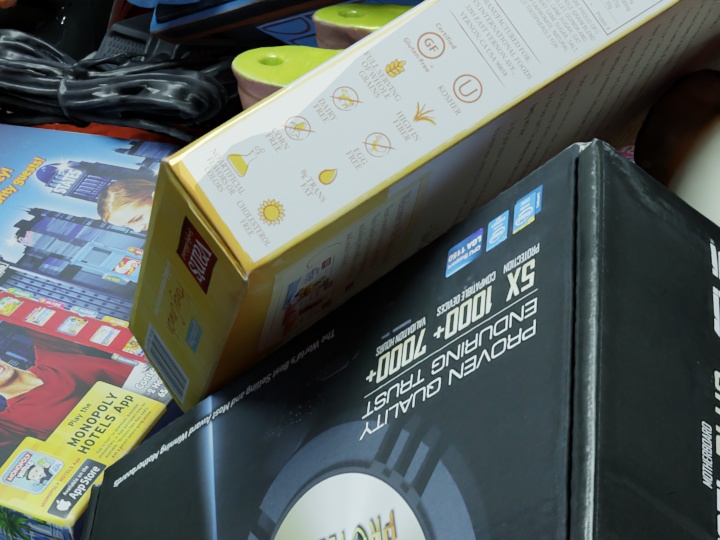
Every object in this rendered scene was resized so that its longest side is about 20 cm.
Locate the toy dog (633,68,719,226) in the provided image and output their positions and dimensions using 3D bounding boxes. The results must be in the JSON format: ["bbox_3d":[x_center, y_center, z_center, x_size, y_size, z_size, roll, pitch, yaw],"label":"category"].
[{"bbox_3d":[0.124,0.033,0.635,0.192,0.201,0.140,-15,39,-19],"label":"toy dog"}]

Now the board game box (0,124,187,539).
[{"bbox_3d":[-0.130,0.015,0.774,0.198,0.062,0.200,16,40,21],"label":"board game box"}]

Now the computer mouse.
[{"bbox_3d":[-0.050,-0.076,0.886,0.138,0.053,0.199,12,24,41],"label":"computer mouse"}]

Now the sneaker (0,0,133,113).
[{"bbox_3d":[-0.125,-0.157,0.959,0.073,0.113,0.200,13,39,19],"label":"sneaker"}]

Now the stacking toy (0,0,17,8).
[{"bbox_3d":[-0.211,-0.098,0.872,0.199,0.111,0.116,-16,17,-19],"label":"stacking toy"}]

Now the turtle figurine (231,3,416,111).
[{"bbox_3d":[0.000,0.000,0.725,0.064,0.163,0.199,18,29,38],"label":"turtle figurine"}]

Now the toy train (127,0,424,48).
[{"bbox_3d":[-0.008,-0.120,0.752,0.199,0.114,0.087,-8,63,52],"label":"toy train"}]

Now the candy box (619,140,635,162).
[{"bbox_3d":[0.148,-0.042,0.842,0.199,0.072,0.168,-25,44,-30],"label":"candy box"}]

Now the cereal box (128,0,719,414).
[{"bbox_3d":[0.034,-0.042,0.594,0.199,0.144,0.040,-33,80,-18],"label":"cereal box"}]

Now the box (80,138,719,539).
[{"bbox_3d":[0.012,0.094,0.532,0.086,0.200,0.165,32,44,-27],"label":"box"}]
